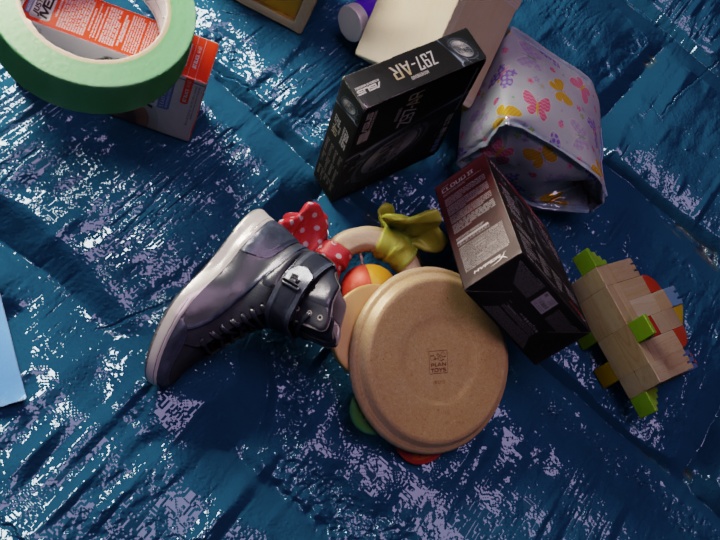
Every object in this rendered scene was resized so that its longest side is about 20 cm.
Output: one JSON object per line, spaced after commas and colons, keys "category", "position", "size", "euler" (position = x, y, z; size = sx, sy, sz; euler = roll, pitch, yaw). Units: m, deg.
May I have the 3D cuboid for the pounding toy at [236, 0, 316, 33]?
{"category": "pounding toy", "position": [-0.087, -0.391, 1.097], "size": [0.198, 0.184, 0.143], "euler": [26, 57, -8]}

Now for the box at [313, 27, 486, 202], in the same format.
{"category": "box", "position": [0.038, -0.168, 1.008], "size": [0.159, 0.200, 0.044], "euler": [-27, 75, -22]}

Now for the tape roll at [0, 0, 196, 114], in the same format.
{"category": "tape roll", "position": [-0.265, -0.253, 0.897], "size": [0.198, 0.048, 0.203], "euler": [9, 63, -18]}

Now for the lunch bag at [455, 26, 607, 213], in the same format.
{"category": "lunch bag", "position": [0.226, -0.175, 1.148], "size": [0.198, 0.127, 0.171], "euler": [23, 55, -24]}

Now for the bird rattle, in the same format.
{"category": "bird rattle", "position": [0.000, 0.000, 0.981], "size": [0.198, 0.113, 0.165], "euler": [-10, 84, -24]}

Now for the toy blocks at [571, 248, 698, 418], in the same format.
{"category": "toy blocks", "position": [0.344, 0.062, 1.104], "size": [0.136, 0.100, 0.202], "euler": [-12, 69, -40]}

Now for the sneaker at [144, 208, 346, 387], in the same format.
{"category": "sneaker", "position": [-0.102, 0.056, 0.877], "size": [0.146, 0.077, 0.203], "euler": [34, 78, 13]}

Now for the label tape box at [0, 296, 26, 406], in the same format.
{"category": "label tape box", "position": [-0.408, 0.064, 0.789], "size": [0.198, 0.066, 0.145], "euler": [-12, 69, -26]}

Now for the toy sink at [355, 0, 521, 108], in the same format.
{"category": "toy sink", "position": [0.106, -0.322, 1.104], "size": [0.111, 0.202, 0.130], "euler": [14, 13, -48]}

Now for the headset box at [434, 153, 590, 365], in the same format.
{"category": "headset box", "position": [0.163, -0.021, 1.003], "size": [0.149, 0.077, 0.201], "euler": [43, 22, -35]}

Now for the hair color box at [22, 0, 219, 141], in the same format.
{"category": "hair color box", "position": [-0.264, -0.223, 0.977], "size": [0.198, 0.111, 0.065], "euler": [19, 59, -12]}

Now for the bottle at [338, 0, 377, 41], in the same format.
{"category": "bottle", "position": [0.058, -0.354, 1.200], "size": [0.199, 0.083, 0.066], "euler": [-30, 104, -32]}

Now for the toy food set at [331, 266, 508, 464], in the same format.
{"category": "toy food set", "position": [0.070, 0.097, 0.952], "size": [0.198, 0.049, 0.200], "euler": [-19, 94, -26]}
